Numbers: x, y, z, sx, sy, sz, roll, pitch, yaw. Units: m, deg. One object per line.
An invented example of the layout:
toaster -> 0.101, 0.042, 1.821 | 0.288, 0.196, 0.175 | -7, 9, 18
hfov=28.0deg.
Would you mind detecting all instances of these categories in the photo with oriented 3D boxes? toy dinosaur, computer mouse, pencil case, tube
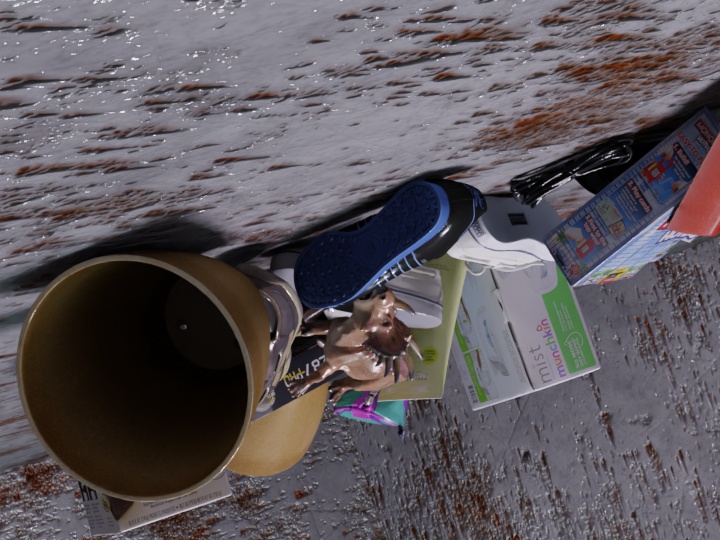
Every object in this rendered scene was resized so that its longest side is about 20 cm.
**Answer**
toy dinosaur -> 0.014, 0.081, 1.410 | 0.134, 0.087, 0.200 | -10, 163, 19
computer mouse -> 0.232, -0.084, 1.441 | 0.140, 0.046, 0.200 | -22, 173, 23
pencil case -> 0.042, 0.078, 1.616 | 0.084, 0.202, 0.092 | 20, 173, 6
tube -> 0.074, 0.048, 1.510 | 0.052, 0.201, 0.058 | 21, 150, -9

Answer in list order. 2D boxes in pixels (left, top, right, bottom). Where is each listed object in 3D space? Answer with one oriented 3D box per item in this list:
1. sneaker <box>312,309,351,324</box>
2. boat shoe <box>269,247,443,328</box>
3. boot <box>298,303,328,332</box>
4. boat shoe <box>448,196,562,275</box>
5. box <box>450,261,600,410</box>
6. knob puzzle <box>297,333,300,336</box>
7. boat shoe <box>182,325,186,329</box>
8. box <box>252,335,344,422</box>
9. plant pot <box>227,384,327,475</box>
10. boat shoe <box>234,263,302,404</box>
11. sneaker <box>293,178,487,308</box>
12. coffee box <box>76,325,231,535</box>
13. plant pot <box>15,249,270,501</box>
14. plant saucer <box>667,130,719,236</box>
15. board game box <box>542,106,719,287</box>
sneaker -> -0.007, 0.025, 1.549 | 0.070, 0.074, 0.200 | -13, 165, -30
boat shoe -> 0.000, 0.000, 1.405 | 0.199, 0.070, 0.071 | 16, 158, -30
boot -> -0.109, 0.053, 1.538 | 0.166, 0.073, 0.200 | -36, -160, -5
boat shoe -> 0.145, -0.029, 1.511 | 0.086, 0.075, 0.201 | -29, 166, 31
box -> 0.166, 0.044, 1.657 | 0.096, 0.202, 0.176 | -16, 172, -22
knob puzzle -> -0.036, 0.028, 1.700 | 0.218, 0.031, 0.220 | -21, 161, -8
boat shoe -> -0.156, 0.049, 1.393 | 0.065, 0.072, 0.200 | -21, 175, -11
box -> -0.105, 0.119, 1.604 | 0.160, 0.049, 0.200 | -24, -175, -30
plant pot -> -0.115, 0.148, 1.903 | 0.185, 0.188, 0.200 | -14, 159, -29
boat shoe -> -0.098, 0.070, 1.342 | 0.074, 0.074, 0.201 | 16, 147, 10
sneaker -> 0.026, -0.020, 1.278 | 0.078, 0.071, 0.199 | -2, 160, -46
coffee box -> -0.203, 0.120, 1.279 | 0.112, 0.202, 0.080 | -15, 176, -30
plant pot -> -0.146, 0.062, 1.151 | 0.185, 0.188, 0.200 | -20, -174, 15
plant saucer -> 0.389, -0.112, 1.298 | 0.199, 0.037, 0.200 | -26, 157, -18
board game box -> 0.310, -0.073, 1.406 | 0.199, 0.062, 0.200 | -8, 150, -45
